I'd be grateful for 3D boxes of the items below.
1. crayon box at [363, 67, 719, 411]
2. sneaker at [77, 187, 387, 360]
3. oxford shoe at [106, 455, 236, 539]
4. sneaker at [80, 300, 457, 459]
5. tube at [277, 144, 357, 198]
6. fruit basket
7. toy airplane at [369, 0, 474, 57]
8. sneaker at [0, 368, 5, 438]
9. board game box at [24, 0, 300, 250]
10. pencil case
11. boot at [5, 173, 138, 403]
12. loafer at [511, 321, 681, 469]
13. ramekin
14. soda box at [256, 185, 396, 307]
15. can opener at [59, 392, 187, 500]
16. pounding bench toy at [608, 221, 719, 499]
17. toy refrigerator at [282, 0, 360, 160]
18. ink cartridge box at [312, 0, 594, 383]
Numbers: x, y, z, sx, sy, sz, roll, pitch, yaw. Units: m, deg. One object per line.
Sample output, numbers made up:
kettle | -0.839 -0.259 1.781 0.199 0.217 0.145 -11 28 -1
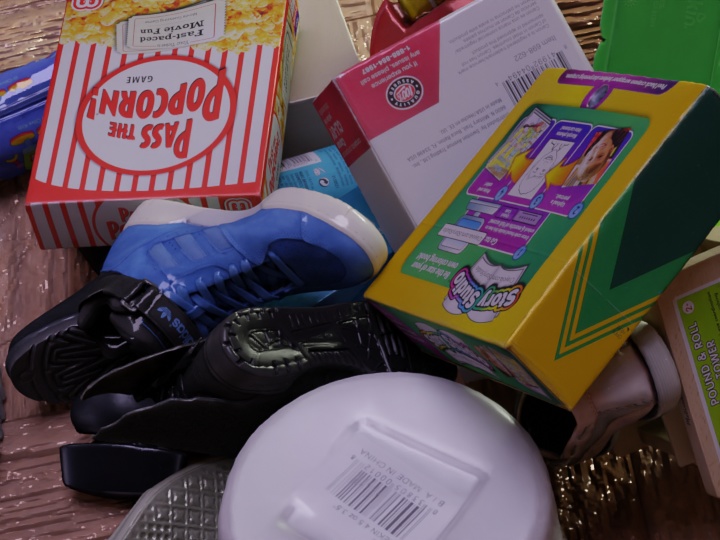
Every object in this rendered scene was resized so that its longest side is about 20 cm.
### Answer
crayon box | 0.106 -0.023 1.390 0.173 0.058 0.200 -52 20 -7
sneaker | -0.081 0.014 1.495 0.199 0.077 0.111 3 50 39
oxford shoe | -0.123 0.172 1.456 0.200 0.075 0.058 -43 10 -34
sneaker | -0.049 0.065 1.471 0.199 0.104 0.060 5 56 -38
tube | 0.019 -0.068 1.685 0.199 0.051 0.078 -18 43 -13
fruit basket | 0.230 -0.187 1.677 0.155 0.216 0.216 14 49 27
toy airplane | 0.081 -0.223 1.698 0.141 0.200 0.199 37 47 17
sneaker | -0.268 0.105 1.562 0.080 0.077 0.200 -11 40 18
board game box | -0.123 -0.104 1.658 0.151 0.046 0.200 -2 50 8
pencil case | -0.208 -0.116 1.767 0.199 0.087 0.078 -23 76 -8
boot | -0.174 -0.014 1.661 0.164 0.066 0.200 -18 45 -15
loafer | 0.111 0.072 1.414 0.063 0.200 0.072 -24 84 -18
ramekin | 0.017 0.150 1.397 0.200 0.098 0.201 -3 48 4
soda box | 0.000 0.000 1.601 0.200 0.064 0.068 -35 46 -20
can opener | -0.080 0.093 1.540 0.199 0.079 0.063 -2 5 9
pounding bench toy | 0.207 0.067 1.440 0.124 0.201 0.156 -23 13 -17
toy refrigerator | -0.048 -0.154 1.775 0.076 0.070 0.200 -14 44 -5
ink cartridge box | 0.084 -0.053 1.540 0.145 0.083 0.200 -28 89 -14
